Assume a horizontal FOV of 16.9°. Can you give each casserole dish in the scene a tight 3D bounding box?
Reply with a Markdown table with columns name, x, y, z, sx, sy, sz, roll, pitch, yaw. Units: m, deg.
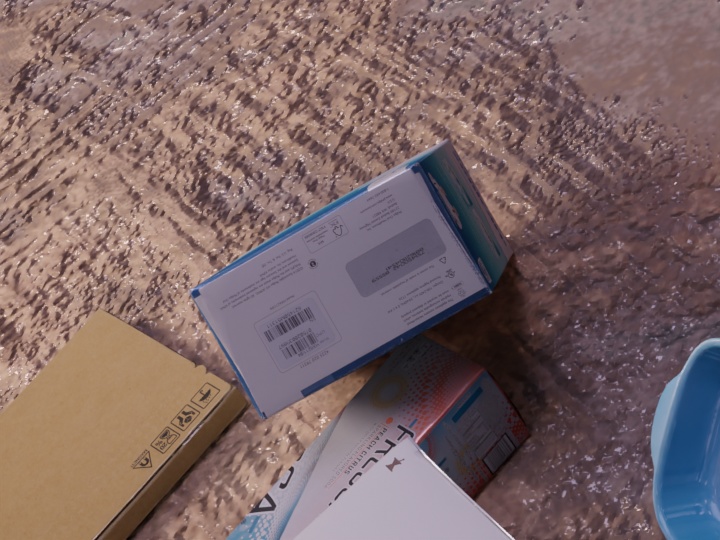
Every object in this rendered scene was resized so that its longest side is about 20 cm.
| name | x | y | z | sx | sy | sz | roll | pitch | yaw |
| --- | --- | --- | --- | --- | --- | --- | --- | --- | --- |
| casserole dish | 0.214 | 0.112 | 1.175 | 0.200 | 0.039 | 0.122 | 40 | 123 | 52 |

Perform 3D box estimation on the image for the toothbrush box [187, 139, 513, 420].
| name | x | y | z | sx | sy | sz | roll | pitch | yaw |
| --- | --- | --- | --- | --- | --- | --- | --- | --- | --- |
| toothbrush box | 0.000 | 0.000 | 1.379 | 0.146 | 0.085 | 0.200 | -29 | 3 | 8 |

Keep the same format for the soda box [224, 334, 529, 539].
| name | x | y | z | sx | sy | sz | roll | pitch | yaw |
| --- | --- | --- | --- | --- | --- | --- | --- | --- | --- |
| soda box | -0.001 | 0.131 | 1.341 | 0.200 | 0.064 | 0.068 | -47 | 39 | -14 |

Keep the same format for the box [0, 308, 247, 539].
| name | x | y | z | sx | sy | sz | roll | pitch | yaw |
| --- | --- | --- | --- | --- | --- | --- | --- | --- | --- |
| box | -0.185 | 0.124 | 1.522 | 0.200 | 0.021 | 0.163 | -48 | 39 | -14 |

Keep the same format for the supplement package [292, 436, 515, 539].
| name | x | y | z | sx | sy | sz | roll | pitch | yaw |
| --- | --- | --- | --- | --- | --- | --- | --- | --- | --- |
| supplement package | 0.039 | 0.209 | 1.194 | 0.156 | 0.111 | 0.200 | -41 | 38 | -6 |
